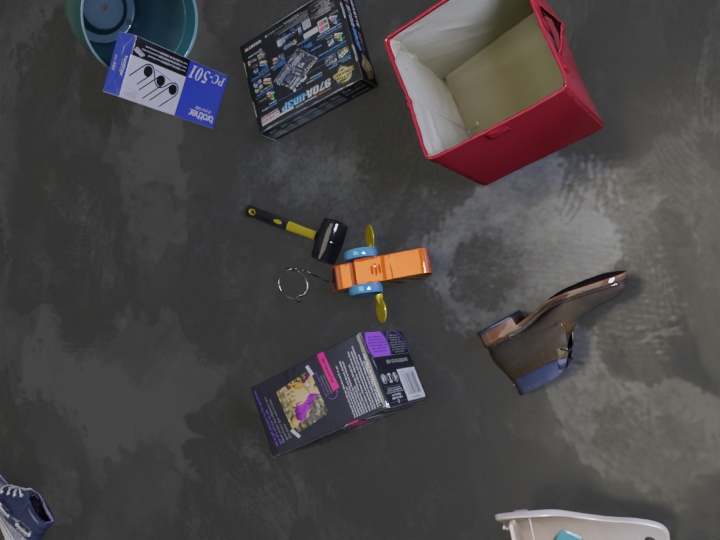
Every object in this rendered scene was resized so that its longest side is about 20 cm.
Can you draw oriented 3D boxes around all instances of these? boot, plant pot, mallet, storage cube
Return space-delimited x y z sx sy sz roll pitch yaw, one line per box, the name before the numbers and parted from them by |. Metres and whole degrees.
boot | -0.664 0.439 1.406 0.200 0.073 0.090 46 102 17
plant pot | -0.413 -0.443 1.257 0.188 0.200 0.200 29 102 45
boot | 0.247 0.076 0.883 0.200 0.075 0.097 -31 83 33
mallet | -0.107 -0.057 1.123 0.200 0.041 0.066 13 89 35
storage cube | 0.167 -0.226 0.883 0.200 0.180 0.171 -25 74 26

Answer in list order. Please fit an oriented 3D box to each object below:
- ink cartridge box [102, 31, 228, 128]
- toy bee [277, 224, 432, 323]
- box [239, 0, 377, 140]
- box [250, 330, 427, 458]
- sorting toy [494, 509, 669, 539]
ink cartridge box | -0.304 -0.298 1.163 0.044 0.200 0.094 22 98 31
toy bee | 0.000 0.000 1.026 0.200 0.109 0.131 12 84 7
box | -0.085 -0.315 1.121 0.200 0.046 0.159 -22 75 28
box | -0.030 0.170 1.004 0.200 0.122 0.106 -29 73 27
sorting toy | 0.270 0.359 0.827 0.180 0.107 0.200 -16 78 22
